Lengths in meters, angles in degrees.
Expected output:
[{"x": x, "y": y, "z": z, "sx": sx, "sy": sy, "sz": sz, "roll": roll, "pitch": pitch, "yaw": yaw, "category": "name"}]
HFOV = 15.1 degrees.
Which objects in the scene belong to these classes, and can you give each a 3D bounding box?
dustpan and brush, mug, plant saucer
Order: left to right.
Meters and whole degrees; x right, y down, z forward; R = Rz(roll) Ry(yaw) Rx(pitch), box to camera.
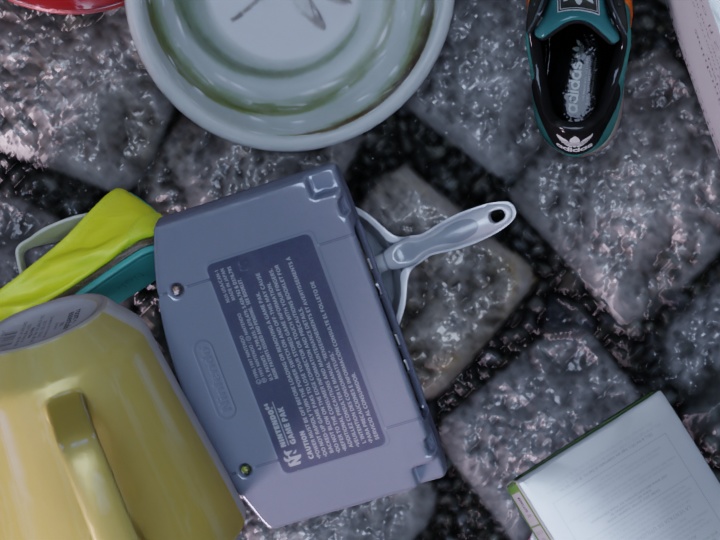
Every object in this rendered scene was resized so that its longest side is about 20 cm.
[{"x": -0.148, "y": 0.099, "z": 1.563, "sx": 0.149, "sy": 0.186, "sz": 0.154, "roll": -30, "pitch": 109, "yaw": -36, "category": "mug"}, {"x": -0.045, "y": -0.172, "z": 1.623, "sx": 0.199, "sy": 0.050, "sz": 0.201, "roll": -2, "pitch": 100, "yaw": -12, "category": "plant saucer"}, {"x": 0.000, "y": 0.000, "z": 1.629, "sx": 0.200, "sy": 0.057, "sz": 0.140, "roll": -22, "pitch": 89, "yaw": 4, "category": "dustpan and brush"}]

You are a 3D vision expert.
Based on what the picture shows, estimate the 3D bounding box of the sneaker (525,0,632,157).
[{"x": 0.132, "y": -0.168, "z": 1.610, "sx": 0.071, "sy": 0.080, "sz": 0.201, "roll": -1, "pitch": 90, "yaw": 4, "category": "sneaker"}]

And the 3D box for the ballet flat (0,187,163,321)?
[{"x": -0.204, "y": 0.020, "z": 1.648, "sx": 0.200, "sy": 0.067, "sz": 0.067, "roll": -36, "pitch": 67, "yaw": 0, "category": "ballet flat"}]

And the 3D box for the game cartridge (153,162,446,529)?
[{"x": -0.042, "y": 0.047, "z": 1.606, "sx": 0.133, "sy": 0.041, "sz": 0.200, "roll": -18, "pitch": 104, "yaw": 9, "category": "game cartridge"}]

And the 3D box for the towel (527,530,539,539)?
[{"x": 0.102, "y": 0.269, "z": 1.638, "sx": 0.146, "sy": 0.030, "sz": 0.200, "roll": 41, "pitch": 92, "yaw": 2, "category": "towel"}]

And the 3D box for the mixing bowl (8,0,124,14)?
[{"x": -0.180, "y": -0.258, "z": 1.619, "sx": 0.199, "sy": 0.108, "sz": 0.201, "roll": 0, "pitch": 89, "yaw": 3, "category": "mixing bowl"}]

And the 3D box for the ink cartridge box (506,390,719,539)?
[{"x": 0.182, "y": 0.183, "z": 1.603, "sx": 0.104, "sy": 0.059, "sz": 0.200, "roll": -31, "pitch": 84, "yaw": -7, "category": "ink cartridge box"}]

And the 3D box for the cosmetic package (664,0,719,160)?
[{"x": 0.268, "y": -0.149, "z": 1.542, "sx": 0.165, "sy": 0.200, "sz": 0.165, "roll": -18, "pitch": 88, "yaw": 2, "category": "cosmetic package"}]
